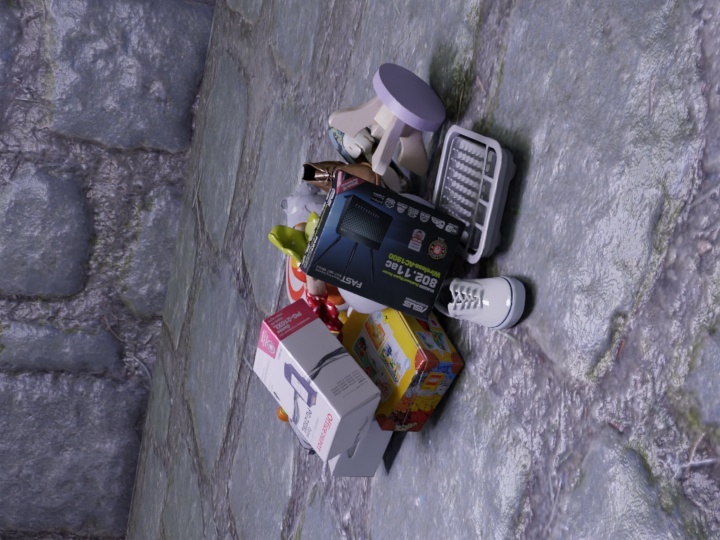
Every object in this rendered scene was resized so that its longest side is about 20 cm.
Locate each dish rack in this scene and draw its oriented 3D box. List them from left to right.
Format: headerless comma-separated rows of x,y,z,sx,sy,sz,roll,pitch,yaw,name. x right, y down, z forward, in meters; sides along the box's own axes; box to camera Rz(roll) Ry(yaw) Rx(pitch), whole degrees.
0.165,-0.113,1.550,0.200,0.043,0.175,-139,57,-65,dish rack

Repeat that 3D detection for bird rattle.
-0.073,0.001,1.755,0.163,0.111,0.203,-113,5,-69,bird rattle

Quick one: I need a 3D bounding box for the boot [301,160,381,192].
-0.033,-0.145,1.744,0.199,0.074,0.075,19,103,59,boot

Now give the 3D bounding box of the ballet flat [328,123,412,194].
0.022,-0.187,1.791,0.200,0.074,0.074,48,146,3,ballet flat

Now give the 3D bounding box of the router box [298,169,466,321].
0.031,-0.035,1.503,0.062,0.197,0.152,-137,68,-75,router box

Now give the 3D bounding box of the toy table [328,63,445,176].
0.053,-0.240,1.713,0.118,0.182,0.201,-56,5,26,toy table

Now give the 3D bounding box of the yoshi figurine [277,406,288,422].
-0.109,0.224,2.132,0.112,0.111,0.202,45,148,22,yoshi figurine

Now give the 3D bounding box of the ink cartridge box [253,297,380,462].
-0.070,0.169,1.637,0.200,0.084,0.146,49,148,22,ink cartridge box

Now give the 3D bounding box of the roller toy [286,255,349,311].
-0.062,-0.010,1.978,0.182,0.137,0.204,160,115,-66,roller toy

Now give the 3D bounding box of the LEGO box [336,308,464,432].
0.056,0.124,1.652,0.150,0.076,0.201,-59,41,29,LEGO box

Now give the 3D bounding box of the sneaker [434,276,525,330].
0.159,0.045,1.485,0.199,0.069,0.075,168,107,-68,sneaker

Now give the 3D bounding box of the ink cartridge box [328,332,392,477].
-0.014,0.228,1.809,0.202,0.082,0.147,-107,29,-48,ink cartridge box

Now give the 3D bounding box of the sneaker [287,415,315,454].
-0.090,0.208,1.791,0.140,0.076,0.203,127,144,-54,sneaker

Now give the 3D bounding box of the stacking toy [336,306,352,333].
-0.039,0.123,1.922,0.200,0.144,0.148,-49,39,38,stacking toy

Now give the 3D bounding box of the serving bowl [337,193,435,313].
0.027,-0.038,1.627,0.199,0.065,0.202,-34,36,29,serving bowl

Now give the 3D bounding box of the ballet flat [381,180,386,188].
0.014,-0.079,1.793,0.201,0.068,0.070,124,145,-44,ballet flat

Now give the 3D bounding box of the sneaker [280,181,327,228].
-0.045,-0.111,1.877,0.076,0.196,0.116,79,171,-61,sneaker

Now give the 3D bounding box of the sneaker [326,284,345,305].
0.000,0.000,1.767,0.200,0.072,0.078,-49,39,38,sneaker

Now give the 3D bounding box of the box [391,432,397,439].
0.052,0.155,1.801,0.202,0.021,0.165,-108,32,-46,box
